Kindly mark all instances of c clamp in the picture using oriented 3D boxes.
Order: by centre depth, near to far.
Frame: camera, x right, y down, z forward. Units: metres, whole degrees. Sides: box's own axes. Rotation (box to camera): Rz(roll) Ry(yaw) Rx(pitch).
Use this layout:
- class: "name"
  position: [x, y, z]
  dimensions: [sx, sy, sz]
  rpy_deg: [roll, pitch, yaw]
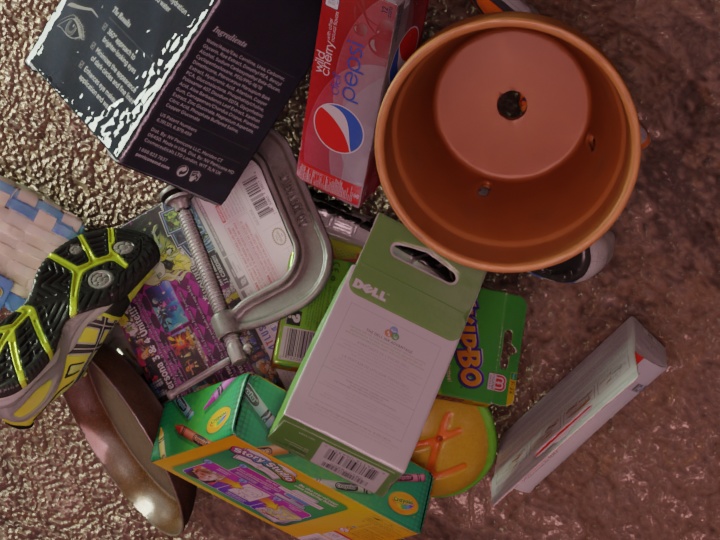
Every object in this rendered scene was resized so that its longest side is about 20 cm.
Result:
- class: "c clamp"
  position: [-0.109, -0.017, 1.597]
  dimensions: [0.171, 0.027, 0.200]
  rpy_deg: [-23, 67, 16]

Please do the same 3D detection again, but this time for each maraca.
- class: "maraca"
  position: [0.030, 0.111, 1.674]
  dimensions: [0.200, 0.107, 0.137]
  rpy_deg: [46, 120, -2]

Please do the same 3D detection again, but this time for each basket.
- class: "basket"
  position: [-0.317, 0.024, 1.666]
  dimensions: [0.139, 0.176, 0.200]
  rpy_deg: [31, 87, -15]

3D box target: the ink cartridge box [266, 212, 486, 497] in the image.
- class: "ink cartridge box"
  position: [0.015, 0.065, 1.542]
  dimensions: [0.104, 0.059, 0.200]
  rpy_deg: [27, 60, -4]

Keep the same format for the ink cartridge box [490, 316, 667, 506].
- class: "ink cartridge box"
  position: [0.182, 0.125, 1.609]
  dimensions: [0.160, 0.200, 0.047]
  rpy_deg: [-43, 94, 13]

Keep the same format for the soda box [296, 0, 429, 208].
- class: "soda box"
  position: [0.002, -0.152, 1.535]
  dimensions: [0.063, 0.070, 0.200]
  rpy_deg: [25, 133, 15]

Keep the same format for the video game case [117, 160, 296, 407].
- class: "video game case"
  position: [-0.115, 0.026, 1.654]
  dimensions: [0.181, 0.036, 0.200]
  rpy_deg: [-30, 83, 15]

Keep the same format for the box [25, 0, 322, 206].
- class: "box"
  position: [-0.143, -0.192, 1.585]
  dimensions: [0.117, 0.197, 0.200]
  rpy_deg: [23, 105, -42]

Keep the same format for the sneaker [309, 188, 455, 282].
- class: "sneaker"
  position: [0.000, 0.000, 1.680]
  dimensions: [0.200, 0.078, 0.090]
  rpy_deg: [24, 103, 14]

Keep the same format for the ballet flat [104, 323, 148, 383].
- class: "ballet flat"
  position: [-0.173, 0.087, 1.720]
  dimensions: [0.200, 0.065, 0.071]
  rpy_deg: [30, 109, 3]

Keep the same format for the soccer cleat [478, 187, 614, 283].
- class: "soccer cleat"
  position: [0.122, -0.039, 1.661]
  dimensions: [0.200, 0.086, 0.070]
  rpy_deg: [24, 111, 27]

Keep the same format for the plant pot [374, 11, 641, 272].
- class: "plant pot"
  position: [0.116, -0.114, 1.536]
  dimensions: [0.200, 0.140, 0.200]
  rpy_deg: [2, 110, 5]

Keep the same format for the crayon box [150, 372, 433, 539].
- class: "crayon box"
  position: [-0.055, 0.161, 1.601]
  dimensions: [0.200, 0.058, 0.119]
  rpy_deg: [32, 147, -29]

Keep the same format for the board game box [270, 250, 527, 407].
- class: "board game box"
  position: [0.033, 0.050, 1.601]
  dimensions: [0.200, 0.030, 0.096]
  rpy_deg: [11, 76, -5]

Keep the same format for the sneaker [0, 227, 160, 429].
- class: "sneaker"
  position: [-0.238, 0.043, 1.593]
  dimensions: [0.075, 0.076, 0.200]
  rpy_deg: [30, 60, 26]

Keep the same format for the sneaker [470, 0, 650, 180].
- class: "sneaker"
  position: [0.138, -0.143, 1.629]
  dimensions: [0.112, 0.078, 0.200]
  rpy_deg: [-42, 93, 12]

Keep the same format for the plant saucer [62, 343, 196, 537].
- class: "plant saucer"
  position: [-0.198, 0.137, 1.688]
  dimensions: [0.034, 0.200, 0.200]
  rpy_deg: [-31, 96, -22]
